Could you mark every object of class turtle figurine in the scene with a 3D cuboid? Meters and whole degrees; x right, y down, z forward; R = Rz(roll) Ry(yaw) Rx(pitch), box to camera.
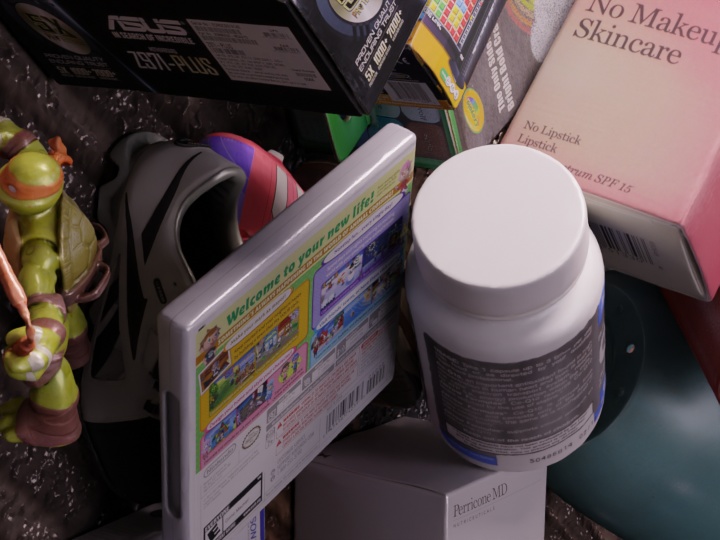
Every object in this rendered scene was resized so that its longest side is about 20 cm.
[{"bbox_3d":[-0.150,-0.007,0.877,0.064,0.200,0.162,-9,136,-13],"label":"turtle figurine"}]

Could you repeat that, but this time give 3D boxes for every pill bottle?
[{"bbox_3d":[0.085,0.023,1.076,0.114,0.113,0.200,-60,159,-26],"label":"pill bottle"}]

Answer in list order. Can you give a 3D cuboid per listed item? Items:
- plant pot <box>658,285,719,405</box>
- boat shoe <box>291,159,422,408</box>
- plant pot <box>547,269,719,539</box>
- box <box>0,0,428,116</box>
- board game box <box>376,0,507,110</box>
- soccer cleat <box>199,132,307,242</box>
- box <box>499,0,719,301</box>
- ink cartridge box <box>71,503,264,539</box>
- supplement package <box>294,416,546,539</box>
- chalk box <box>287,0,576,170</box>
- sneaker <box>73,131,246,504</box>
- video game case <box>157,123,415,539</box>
[{"bbox_3d":[0.271,-0.015,1.201,0.201,0.200,0.196,49,20,-48],"label":"plant pot"},{"bbox_3d":[0.000,0.000,1.135,0.072,0.075,0.200,-60,149,-32],"label":"boat shoe"},{"bbox_3d":[0.196,0.090,1.331,0.161,0.200,0.201,26,76,-40],"label":"plant pot"},{"bbox_3d":[-0.059,-0.170,0.892,0.164,0.199,0.086,-63,141,-23],"label":"box"},{"bbox_3d":[-0.011,-0.169,0.962,0.057,0.199,0.166,48,59,-46],"label":"board game box"},{"bbox_3d":[-0.054,0.013,1.057,0.200,0.066,0.077,72,32,-41],"label":"soccer cleat"},{"bbox_3d":[0.185,-0.104,1.111,0.200,0.128,0.109,-62,151,-15],"label":"box"},{"bbox_3d":[-0.128,0.189,1.022,0.200,0.039,0.100,-16,111,-51],"label":"ink cartridge box"},{"bbox_3d":[0.037,0.210,1.188,0.121,0.119,0.201,-15,110,-51],"label":"supplement package"},{"bbox_3d":[0.024,-0.141,1.086,0.200,0.123,0.125,-45,133,-39],"label":"chalk box"},{"bbox_3d":[-0.097,0.032,0.981,0.074,0.088,0.201,-7,104,-46],"label":"sneaker"},{"bbox_3d":[-0.038,0.042,0.992,0.200,0.022,0.183,-42,148,-40],"label":"video game case"}]
